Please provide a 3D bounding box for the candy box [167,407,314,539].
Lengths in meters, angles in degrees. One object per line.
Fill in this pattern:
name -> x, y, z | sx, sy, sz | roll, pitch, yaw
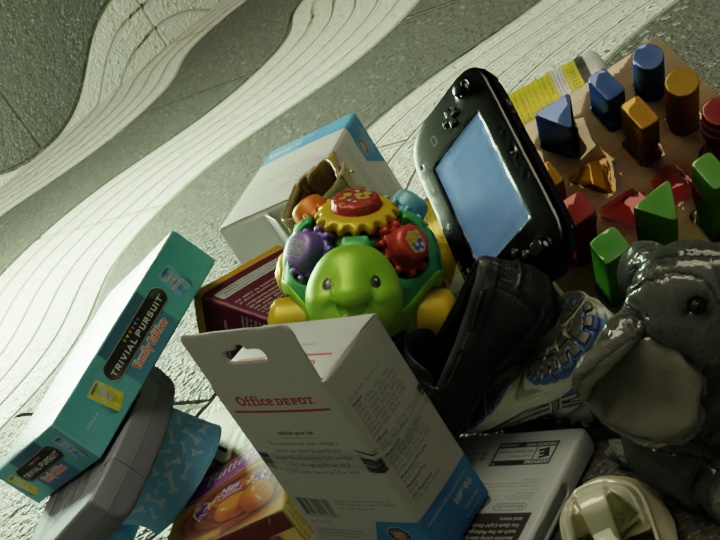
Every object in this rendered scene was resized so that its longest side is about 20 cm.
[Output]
candy box -> -0.084, 0.171, 1.009 | 0.116, 0.057, 0.200 | -27, 21, 18

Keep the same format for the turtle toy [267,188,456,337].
turtle toy -> 0.000, 0.000, 0.918 | 0.145, 0.101, 0.200 | -4, 28, 3

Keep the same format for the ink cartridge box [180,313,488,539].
ink cartridge box -> -0.016, 0.097, 0.815 | 0.116, 0.200, 0.068 | -8, 32, 45

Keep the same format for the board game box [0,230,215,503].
board game box -> -0.210, 0.079, 1.013 | 0.151, 0.047, 0.200 | -36, 22, 51

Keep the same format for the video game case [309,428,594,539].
video game case -> 0.044, 0.183, 0.853 | 0.200, 0.023, 0.182 | -11, 30, 42

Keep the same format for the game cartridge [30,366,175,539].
game cartridge -> -0.202, 0.159, 0.969 | 0.133, 0.040, 0.200 | -51, 14, 23

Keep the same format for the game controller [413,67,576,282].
game controller -> 0.096, -0.058, 0.928 | 0.104, 0.042, 0.200 | -45, 47, 30

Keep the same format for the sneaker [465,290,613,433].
sneaker -> 0.136, 0.084, 0.881 | 0.200, 0.085, 0.077 | -36, 35, 60

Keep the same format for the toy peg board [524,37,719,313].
toy peg board -> 0.209, -0.082, 0.944 | 0.200, 0.098, 0.199 | -34, 62, -3

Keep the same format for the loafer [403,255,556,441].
loafer -> 0.058, 0.067, 0.866 | 0.201, 0.070, 0.068 | -55, 18, 30

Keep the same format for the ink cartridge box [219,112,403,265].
ink cartridge box -> -0.050, -0.053, 1.331 | 0.125, 0.129, 0.200 | -20, 24, 30

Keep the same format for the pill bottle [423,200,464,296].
pill bottle -> 0.088, -0.013, 1.083 | 0.200, 0.112, 0.112 | -26, 23, 17

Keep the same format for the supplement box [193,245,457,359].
supplement box -> -0.027, 0.056, 1.019 | 0.200, 0.086, 0.110 | 17, 35, 36

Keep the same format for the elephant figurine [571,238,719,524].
elephant figurine -> 0.191, 0.038, 0.714 | 0.155, 0.200, 0.142 | -31, 22, 6

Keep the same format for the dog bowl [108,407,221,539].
dog bowl -> -0.194, 0.189, 1.040 | 0.200, 0.050, 0.112 | -45, 16, 30

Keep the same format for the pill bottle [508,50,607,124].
pill bottle -> 0.164, -0.120, 1.203 | 0.200, 0.111, 0.111 | -27, 22, 13

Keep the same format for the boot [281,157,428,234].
boot -> 0.012, -0.051, 1.207 | 0.073, 0.156, 0.200 | -10, 31, 45

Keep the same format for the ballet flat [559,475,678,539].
ballet flat -> 0.147, 0.160, 0.701 | 0.069, 0.070, 0.200 | -29, 22, 11
